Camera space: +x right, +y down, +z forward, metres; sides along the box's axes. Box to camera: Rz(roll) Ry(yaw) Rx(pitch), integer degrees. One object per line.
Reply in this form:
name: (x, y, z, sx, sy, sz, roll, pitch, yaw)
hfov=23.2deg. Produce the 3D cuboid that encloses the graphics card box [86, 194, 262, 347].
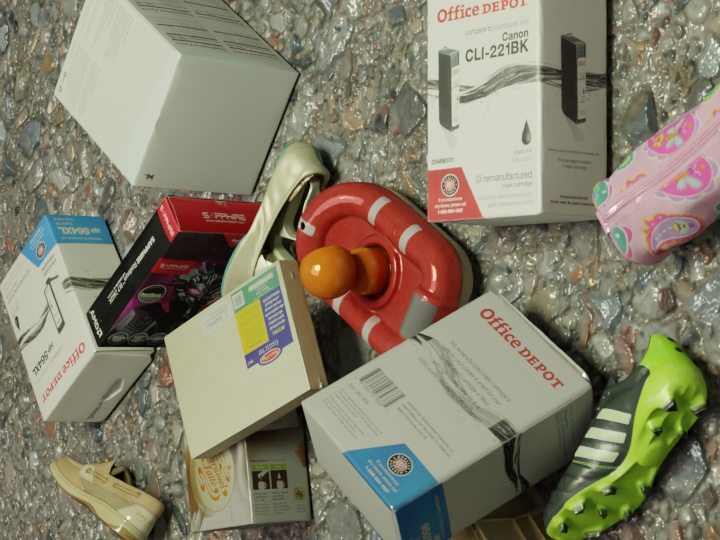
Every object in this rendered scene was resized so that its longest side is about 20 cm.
graphics card box: (-0.190, 0.005, 1.846, 0.200, 0.125, 0.051, -49, 53, 36)

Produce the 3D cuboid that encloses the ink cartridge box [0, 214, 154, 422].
ink cartridge box: (-0.334, 0.057, 2.051, 0.146, 0.084, 0.200, -50, 51, 36)

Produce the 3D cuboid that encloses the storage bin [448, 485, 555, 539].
storage bin: (0.103, 0.307, 1.501, 0.200, 0.093, 0.199, -56, 49, 32)

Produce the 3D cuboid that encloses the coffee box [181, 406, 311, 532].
coffee box: (-0.120, 0.161, 1.788, 0.114, 0.080, 0.201, -16, 76, 49)

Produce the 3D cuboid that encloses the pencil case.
pencil case: (0.264, -0.087, 1.329, 0.200, 0.087, 0.088, -43, 57, 42)

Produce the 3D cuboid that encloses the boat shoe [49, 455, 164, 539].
boat shoe: (-0.287, 0.253, 2.009, 0.065, 0.071, 0.200, -50, 41, -11)

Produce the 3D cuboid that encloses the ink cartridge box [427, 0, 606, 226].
ink cartridge box: (0.132, -0.142, 1.492, 0.144, 0.084, 0.201, -3, 86, 51)

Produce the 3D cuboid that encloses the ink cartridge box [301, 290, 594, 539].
ink cartridge box: (0.076, 0.127, 1.454, 0.145, 0.200, 0.084, 46, 158, 41)

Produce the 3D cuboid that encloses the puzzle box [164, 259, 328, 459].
puzzle box: (-0.114, 0.089, 1.704, 0.200, 0.025, 0.133, -32, 65, 42)

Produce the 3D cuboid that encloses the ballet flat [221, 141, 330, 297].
ballet flat: (-0.082, -0.033, 1.768, 0.069, 0.069, 0.200, 46, 122, 41)

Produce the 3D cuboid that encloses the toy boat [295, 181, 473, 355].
toy boat: (0.000, 0.000, 1.609, 0.200, 0.130, 0.131, 43, 120, 43)

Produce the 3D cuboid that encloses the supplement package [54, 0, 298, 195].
supplement package: (-0.196, -0.196, 1.842, 0.200, 0.150, 0.152, 46, 122, 42)

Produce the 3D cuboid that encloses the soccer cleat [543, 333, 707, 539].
soccer cleat: (0.209, 0.138, 1.411, 0.200, 0.067, 0.081, -57, 31, 31)
